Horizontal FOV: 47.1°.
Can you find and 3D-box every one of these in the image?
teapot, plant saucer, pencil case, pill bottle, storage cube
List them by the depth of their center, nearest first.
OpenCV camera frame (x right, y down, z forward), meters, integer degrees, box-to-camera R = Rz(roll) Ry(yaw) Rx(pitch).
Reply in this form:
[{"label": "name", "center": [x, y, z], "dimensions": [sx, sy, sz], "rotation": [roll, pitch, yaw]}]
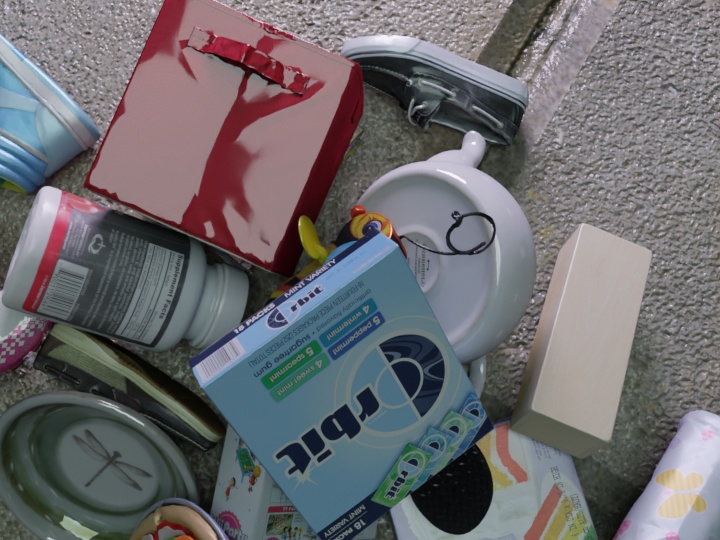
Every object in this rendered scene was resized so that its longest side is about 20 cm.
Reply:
[{"label": "storage cube", "center": [-0.108, -0.109, 0.732], "dimensions": [0.170, 0.200, 0.181], "rotation": [23, 87, 1]}, {"label": "plant saucer", "center": [-0.232, 0.181, 0.744], "dimensions": [0.198, 0.050, 0.202], "rotation": [5, 118, 9]}, {"label": "pencil case", "center": [0.290, 0.223, 0.746], "dimensions": [0.083, 0.091, 0.200], "rotation": [21, 57, 38]}, {"label": "pill bottle", "center": [-0.207, 0.009, 0.746], "dimensions": [0.199, 0.110, 0.112], "rotation": [21, 80, -25]}, {"label": "teapot", "center": [0.085, -0.001, 0.771], "dimensions": [0.198, 0.146, 0.200], "rotation": [49, 114, 25]}]

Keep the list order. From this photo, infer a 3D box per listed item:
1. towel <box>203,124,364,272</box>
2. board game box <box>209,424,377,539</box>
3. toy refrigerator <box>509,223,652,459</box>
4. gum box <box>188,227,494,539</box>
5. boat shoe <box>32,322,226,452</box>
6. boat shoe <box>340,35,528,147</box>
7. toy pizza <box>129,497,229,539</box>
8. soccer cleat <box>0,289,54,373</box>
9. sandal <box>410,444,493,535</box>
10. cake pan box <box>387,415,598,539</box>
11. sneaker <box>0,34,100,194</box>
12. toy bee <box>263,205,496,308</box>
[{"label": "towel", "center": [-0.109, -0.109, 0.838], "dimensions": [0.143, 0.023, 0.200], "rotation": [40, 81, 5]}, {"label": "board game box", "center": [-0.059, 0.239, 0.717], "dimensions": [0.147, 0.064, 0.202], "rotation": [14, 86, -44]}, {"label": "toy refrigerator", "center": [0.207, 0.064, 0.775], "dimensions": [0.075, 0.070, 0.201], "rotation": [21, 63, 1]}, {"label": "gum box", "center": [-0.006, 0.097, 0.634], "dimensions": [0.169, 0.045, 0.201], "rotation": [-35, 122, -9]}, {"label": "boat shoe", "center": [-0.218, 0.118, 0.778], "dimensions": [0.199, 0.073, 0.065], "rotation": [31, 86, 13]}, {"label": "boat shoe", "center": [0.072, -0.178, 0.829], "dimensions": [0.198, 0.072, 0.072], "rotation": [15, 76, -2]}, {"label": "toy pizza", "center": [-0.152, 0.288, 0.666], "dimensions": [0.032, 0.199, 0.202], "rotation": [4, 78, -44]}, {"label": "soccer cleat", "center": [-0.368, 0.070, 0.751], "dimensions": [0.200, 0.086, 0.070], "rotation": [-39, 51, 1]}, {"label": "sandal", "center": [0.054, 0.144, 0.736], "dimensions": [0.075, 0.045, 0.201], "rotation": [-32, 99, 4]}, {"label": "cake pan box", "center": [0.125, 0.249, 0.777], "dimensions": [0.182, 0.052, 0.202], "rotation": [-15, 82, -2]}, {"label": "sneaker", "center": [-0.370, -0.158, 0.808], "dimensions": [0.200, 0.080, 0.131], "rotation": [41, 81, 5]}, {"label": "toy bee", "center": [0.000, 0.000, 0.693], "dimensions": [0.198, 0.132, 0.109], "rotation": [-16, 37, -13]}]
